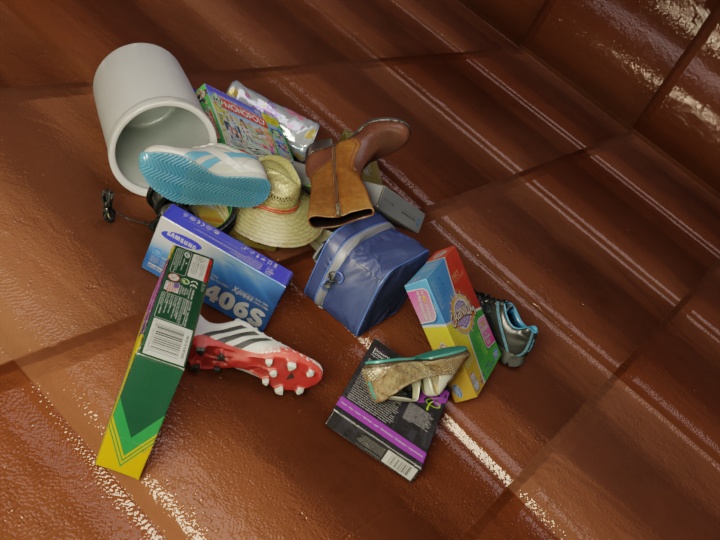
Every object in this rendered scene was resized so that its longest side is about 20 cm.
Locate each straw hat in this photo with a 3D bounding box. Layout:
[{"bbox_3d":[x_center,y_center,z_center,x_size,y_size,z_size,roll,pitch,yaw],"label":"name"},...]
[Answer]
[{"bbox_3d":[-0.140,-0.134,1.422,0.197,0.086,0.203,15,37,-11],"label":"straw hat"}]

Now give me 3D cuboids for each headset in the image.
[{"bbox_3d":[-0.280,-0.097,1.323,0.196,0.095,0.125,-8,54,-16],"label":"headset"}]

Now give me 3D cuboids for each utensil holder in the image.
[{"bbox_3d":[-0.333,-0.244,1.431,0.167,0.172,0.201,9,34,-33],"label":"utensil holder"}]

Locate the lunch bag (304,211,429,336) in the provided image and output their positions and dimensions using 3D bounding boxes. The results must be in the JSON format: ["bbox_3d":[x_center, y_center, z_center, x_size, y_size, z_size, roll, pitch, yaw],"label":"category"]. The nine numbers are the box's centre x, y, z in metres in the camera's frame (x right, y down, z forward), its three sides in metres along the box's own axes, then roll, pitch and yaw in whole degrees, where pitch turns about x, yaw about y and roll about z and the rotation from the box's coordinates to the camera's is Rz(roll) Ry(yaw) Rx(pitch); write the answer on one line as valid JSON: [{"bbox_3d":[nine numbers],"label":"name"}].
[{"bbox_3d":[0.000,0.000,1.404,0.132,0.137,0.199,36,28,17],"label":"lunch bag"}]

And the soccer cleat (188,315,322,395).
[{"bbox_3d":[-0.142,0.107,1.197,0.196,0.069,0.086,14,38,-19],"label":"soccer cleat"}]

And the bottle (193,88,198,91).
[{"bbox_3d":[-0.280,-0.267,1.608,0.083,0.066,0.200,-1,43,-52],"label":"bottle"}]

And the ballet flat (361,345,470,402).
[{"bbox_3d":[0.082,0.151,1.277,0.197,0.070,0.067,-5,87,-37],"label":"ballet flat"}]

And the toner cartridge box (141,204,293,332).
[{"bbox_3d":[-0.203,-0.001,1.267,0.197,0.096,0.043,29,30,-3],"label":"toner cartridge box"}]

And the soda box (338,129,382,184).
[{"bbox_3d":[-0.007,-0.188,1.737,0.063,0.068,0.202,18,34,-21],"label":"soda box"}]

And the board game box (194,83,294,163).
[{"bbox_3d":[-0.193,-0.231,1.551,0.199,0.029,0.137,17,45,-55],"label":"board game box"}]

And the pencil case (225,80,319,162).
[{"bbox_3d":[-0.176,-0.283,1.706,0.197,0.084,0.091,25,16,-12],"label":"pencil case"}]

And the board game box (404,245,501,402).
[{"bbox_3d":[0.149,0.082,1.416,0.203,0.040,0.153,65,30,-11],"label":"board game box"}]

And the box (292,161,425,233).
[{"bbox_3d":[-0.008,-0.126,1.542,0.197,0.042,0.155,20,-4,33],"label":"box"}]

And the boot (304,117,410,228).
[{"bbox_3d":[0.001,-0.156,1.406,0.184,0.069,0.202,-10,38,0],"label":"boot"}]

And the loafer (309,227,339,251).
[{"bbox_3d":[-0.081,-0.094,1.530,0.199,0.069,0.075,40,36,13],"label":"loafer"}]

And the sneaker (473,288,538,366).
[{"bbox_3d":[0.230,0.071,1.565,0.073,0.083,0.200,-14,51,-48],"label":"sneaker"}]

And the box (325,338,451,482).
[{"bbox_3d":[0.045,0.192,1.272,0.142,0.036,0.200,33,32,2],"label":"box"}]

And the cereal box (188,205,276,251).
[{"bbox_3d":[-0.217,-0.120,1.477,0.141,0.040,0.202,10,38,-29],"label":"cereal box"}]

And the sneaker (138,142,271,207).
[{"bbox_3d":[-0.232,-0.147,1.317,0.197,0.077,0.081,10,38,-32],"label":"sneaker"}]

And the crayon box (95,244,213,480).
[{"bbox_3d":[-0.231,0.100,1.018,0.057,0.174,0.202,19,32,-12],"label":"crayon box"}]
